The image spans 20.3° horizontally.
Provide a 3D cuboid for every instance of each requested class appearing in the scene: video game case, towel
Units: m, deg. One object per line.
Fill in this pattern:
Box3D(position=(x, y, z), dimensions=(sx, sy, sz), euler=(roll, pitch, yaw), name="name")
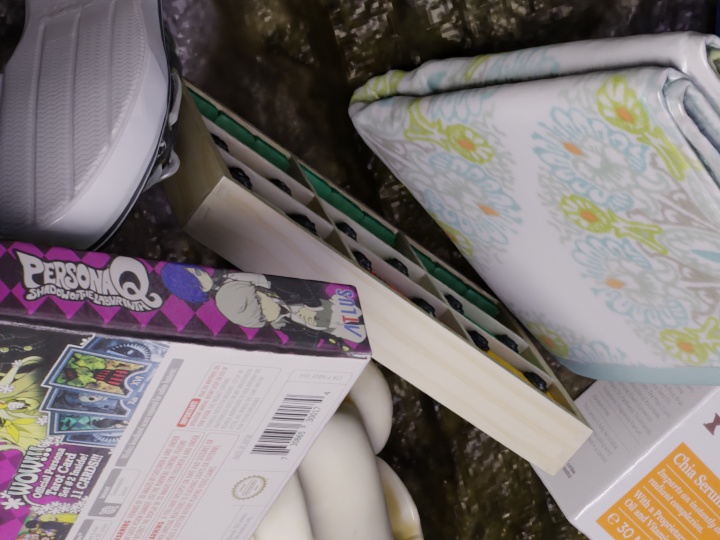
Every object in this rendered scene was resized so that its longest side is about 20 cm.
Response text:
Box3D(position=(-0.116, 0.066, 0.683), dimensions=(0.180, 0.036, 0.200), euler=(7, 139, -24), name="video game case")
Box3D(position=(0.108, -0.022, 0.823), dimensions=(0.171, 0.199, 0.048), euler=(50, 61, -26), name="towel")

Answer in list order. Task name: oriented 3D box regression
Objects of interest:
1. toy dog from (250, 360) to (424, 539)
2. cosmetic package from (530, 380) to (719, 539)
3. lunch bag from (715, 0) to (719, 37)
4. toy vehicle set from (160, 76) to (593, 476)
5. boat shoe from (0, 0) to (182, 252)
Box3D(position=(-0.021, 0.134, 0.856), dimensions=(0.139, 0.194, 0.201), euler=(-23, 113, -18), name="toy dog")
Box3D(position=(0.188, 0.062, 0.944), dimensions=(0.200, 0.071, 0.101), euler=(-44, 118, 6), name="cosmetic package")
Box3D(position=(0.218, -0.081, 0.812), dimensions=(0.082, 0.200, 0.162), euler=(-12, 120, -18), name="lunch bag")
Box3D(position=(0.000, 0.000, 0.830), dimensions=(0.200, 0.124, 0.027), euler=(34, 102, -27), name="toy vehicle set")
Box3D(position=(-0.091, -0.060, 0.737), dimensions=(0.072, 0.201, 0.071), euler=(-15, 128, 14), name="boat shoe")
